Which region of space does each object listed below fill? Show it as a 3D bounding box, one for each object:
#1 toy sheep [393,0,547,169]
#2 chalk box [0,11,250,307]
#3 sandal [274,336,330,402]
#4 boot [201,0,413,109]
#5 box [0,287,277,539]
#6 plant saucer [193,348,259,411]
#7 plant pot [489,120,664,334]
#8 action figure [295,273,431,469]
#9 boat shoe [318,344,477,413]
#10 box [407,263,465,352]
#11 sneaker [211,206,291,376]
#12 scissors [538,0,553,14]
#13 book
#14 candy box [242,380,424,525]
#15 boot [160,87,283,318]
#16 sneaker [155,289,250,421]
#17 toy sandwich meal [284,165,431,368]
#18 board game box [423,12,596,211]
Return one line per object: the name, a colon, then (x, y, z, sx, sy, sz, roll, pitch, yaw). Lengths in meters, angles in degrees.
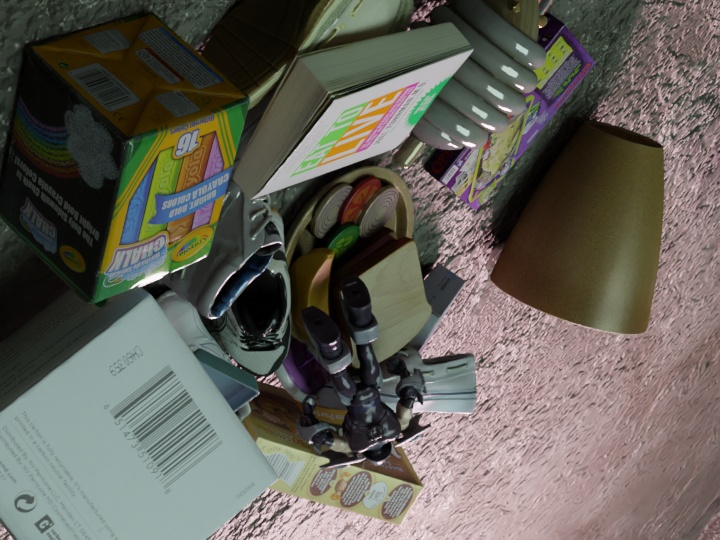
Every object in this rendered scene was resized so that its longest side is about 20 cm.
toy sheep: (0.090, -0.177, 1.724, 0.201, 0.138, 0.138, -56, 154, 13)
chalk box: (-0.183, -0.068, 1.445, 0.123, 0.125, 0.201, -24, 146, -41)
sandal: (-0.044, 0.085, 1.919, 0.050, 0.083, 0.202, -33, 169, 11)
boot: (-0.041, -0.184, 1.580, 0.200, 0.072, 0.155, -49, 157, -3)
box: (-0.210, 0.138, 1.546, 0.199, 0.131, 0.200, -38, 112, -11)
plant saucer: (-0.155, 0.116, 1.710, 0.200, 0.069, 0.019, -37, -151, 57)
plant pot: (0.262, -0.056, 2.137, 0.186, 0.185, 0.202, -4, 116, -56)
action figure: (-0.001, 0.109, 1.806, 0.129, 0.069, 0.201, -27, 129, -18)
boat shoe: (0.037, 0.107, 1.924, 0.199, 0.073, 0.068, 4, 92, -46)
box: (0.034, 0.100, 2.049, 0.201, 0.041, 0.156, -58, 176, 17)
sneaker: (-0.098, 0.038, 1.736, 0.075, 0.088, 0.201, -7, 136, -3)
scissors: (0.130, -0.209, 1.880, 0.201, 0.014, 0.073, -58, 155, 12)
book: (-0.007, -0.133, 1.595, 0.199, 0.048, 0.134, -24, 158, -49)
candy box: (-0.045, 0.176, 1.904, 0.199, 0.116, 0.056, 21, 112, -30)
boot: (-0.092, -0.055, 1.637, 0.201, 0.095, 0.073, -53, 154, 7)
sneaker: (-0.148, 0.081, 1.740, 0.075, 0.087, 0.200, -47, 153, -2)
toy sandwich meal: (0.000, 0.000, 1.844, 0.204, 0.070, 0.207, -30, 135, -35)
board game box: (0.154, -0.159, 1.971, 0.200, 0.032, 0.120, -51, 150, 4)
